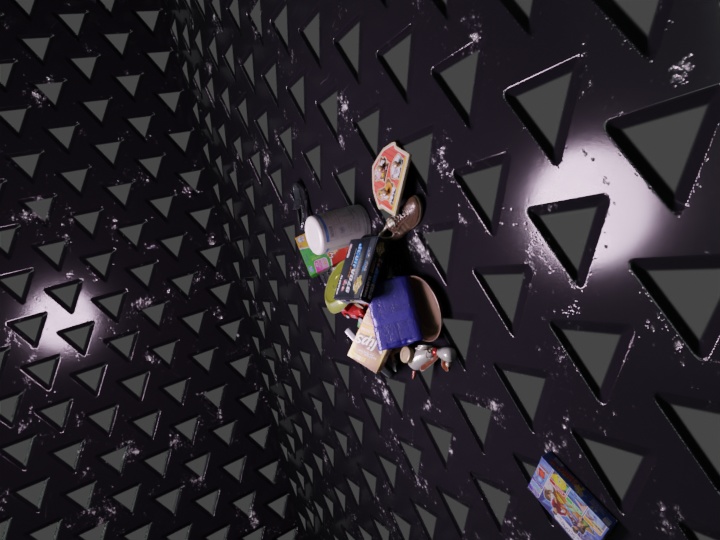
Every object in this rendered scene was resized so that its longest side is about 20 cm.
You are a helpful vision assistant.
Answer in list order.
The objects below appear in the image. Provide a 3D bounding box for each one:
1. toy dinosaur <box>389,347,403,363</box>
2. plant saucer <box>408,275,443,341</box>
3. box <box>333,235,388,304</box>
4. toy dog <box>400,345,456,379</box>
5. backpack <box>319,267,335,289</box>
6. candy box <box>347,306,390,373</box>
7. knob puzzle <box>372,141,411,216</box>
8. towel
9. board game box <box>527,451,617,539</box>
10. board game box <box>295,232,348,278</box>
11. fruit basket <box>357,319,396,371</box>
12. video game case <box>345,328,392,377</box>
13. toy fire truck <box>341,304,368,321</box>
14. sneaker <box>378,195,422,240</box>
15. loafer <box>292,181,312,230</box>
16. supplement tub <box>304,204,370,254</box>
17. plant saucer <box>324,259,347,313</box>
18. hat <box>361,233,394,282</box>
[{"bbox_3d":[0.097,0.222,1.693,0.086,0.194,0.139,-67,-25,-69],"label":"toy dinosaur"},{"bbox_3d":[0.192,0.111,1.566,0.200,0.036,0.205,40,138,47],"label":"plant saucer"},{"bbox_3d":[0.000,0.000,1.599,0.158,0.045,0.205,-3,67,56],"label":"box"},{"bbox_3d":[0.201,0.280,1.567,0.200,0.128,0.099,149,125,-71],"label":"toy dog"},{"bbox_3d":[-0.101,-0.018,1.951,0.201,0.153,0.163,51,154,-4],"label":"backpack"},{"bbox_3d":[0.053,0.204,1.639,0.114,0.055,0.204,27,98,21],"label":"candy box"},{"bbox_3d":[0.072,-0.278,1.529,0.218,0.030,0.226,-8,81,63],"label":"knob puzzle"},{"bbox_3d":[0.102,0.129,1.571,0.049,0.144,0.205,16,-121,-74],"label":"towel"},{"bbox_3d":[0.497,0.555,1.239,0.200,0.034,0.138,48,144,41],"label":"board game box"},{"bbox_3d":[-0.117,-0.087,1.864,0.040,0.196,0.156,72,173,-76],"label":"board game box"},{"bbox_3d":[0.056,0.238,1.830,0.184,0.092,0.205,35,138,51],"label":"fruit basket"},{"bbox_3d":[0.031,0.294,1.833,0.182,0.023,0.200,45,176,22],"label":"video game case"},{"bbox_3d":[-0.011,0.109,1.738,0.197,0.049,0.142,8,143,44],"label":"toy fire truck"},{"bbox_3d":[0.117,-0.143,1.525,0.072,0.074,0.201,62,151,19],"label":"sneaker"},{"bbox_3d":[-0.247,-0.265,2.140,0.068,0.069,0.206,-13,93,62],"label":"loafer"},{"bbox_3d":[-0.077,-0.139,1.756,0.131,0.196,0.135,36,135,48],"label":"supplement tub"},{"bbox_3d":[-0.067,0.043,1.745,0.200,0.031,0.203,-44,33,38],"label":"plant saucer"},{"bbox_3d":[0.063,-0.020,1.691,0.199,0.079,0.206,20,114,55],"label":"hat"}]
